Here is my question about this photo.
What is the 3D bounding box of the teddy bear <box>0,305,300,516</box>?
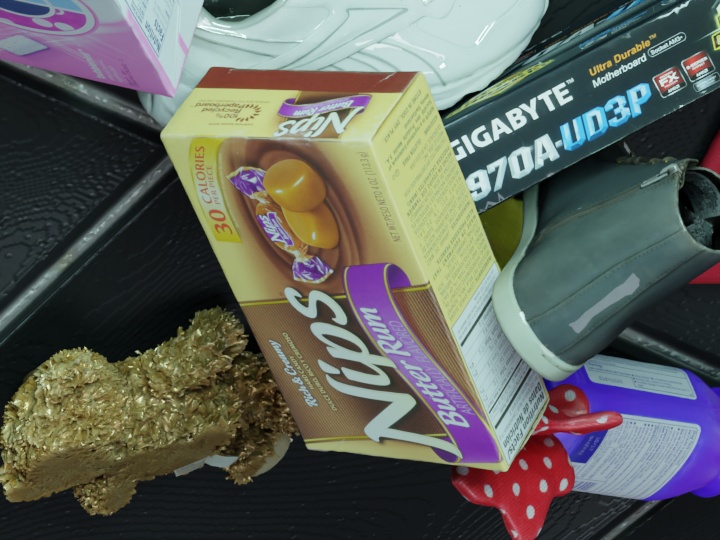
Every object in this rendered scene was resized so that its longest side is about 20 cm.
[{"bbox_3d":[-0.107,0.074,1.558,0.200,0.067,0.145,-11,151,-22],"label":"teddy bear"}]

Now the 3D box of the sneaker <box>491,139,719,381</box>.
[{"bbox_3d":[0.133,-0.025,1.349,0.106,0.200,0.075,-33,106,25],"label":"sneaker"}]

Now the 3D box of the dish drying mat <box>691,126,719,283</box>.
[{"bbox_3d":[0.221,-0.063,1.566,0.077,0.018,0.200,-1,139,-23],"label":"dish drying mat"}]

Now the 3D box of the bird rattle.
[{"bbox_3d":[0.043,0.044,1.487,0.163,0.200,0.113,18,132,-9],"label":"bird rattle"}]

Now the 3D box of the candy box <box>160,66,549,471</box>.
[{"bbox_3d":[0.000,0.000,1.331,0.117,0.056,0.200,4,132,33],"label":"candy box"}]

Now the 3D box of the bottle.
[{"bbox_3d":[0.169,0.095,1.695,0.200,0.065,0.084,10,134,-33],"label":"bottle"}]

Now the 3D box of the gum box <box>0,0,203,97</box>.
[{"bbox_3d":[-0.138,-0.141,1.185,0.113,0.066,0.200,13,165,13],"label":"gum box"}]

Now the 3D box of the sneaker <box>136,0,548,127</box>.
[{"bbox_3d":[-0.007,-0.124,1.341,0.200,0.078,0.099,-14,139,-10],"label":"sneaker"}]

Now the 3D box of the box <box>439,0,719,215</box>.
[{"bbox_3d":[0.126,-0.098,1.376,0.200,0.159,0.046,-28,98,10],"label":"box"}]
